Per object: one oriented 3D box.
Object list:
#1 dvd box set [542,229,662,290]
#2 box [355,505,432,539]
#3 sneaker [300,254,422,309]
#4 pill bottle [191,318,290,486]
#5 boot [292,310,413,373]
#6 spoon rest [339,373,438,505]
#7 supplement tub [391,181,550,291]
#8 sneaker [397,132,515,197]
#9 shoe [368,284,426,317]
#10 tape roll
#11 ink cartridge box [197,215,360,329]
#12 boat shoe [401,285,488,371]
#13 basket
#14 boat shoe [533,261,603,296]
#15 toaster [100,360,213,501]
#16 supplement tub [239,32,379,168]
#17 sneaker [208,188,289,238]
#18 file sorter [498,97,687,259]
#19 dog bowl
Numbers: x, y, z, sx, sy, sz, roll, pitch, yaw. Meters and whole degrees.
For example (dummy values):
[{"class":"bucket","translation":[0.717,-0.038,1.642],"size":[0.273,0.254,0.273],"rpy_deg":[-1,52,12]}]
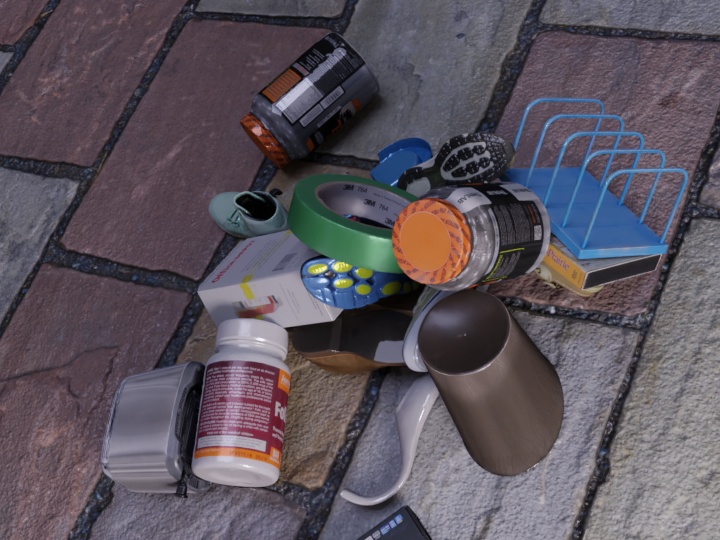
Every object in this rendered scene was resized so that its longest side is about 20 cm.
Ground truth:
[{"class":"dvd box set","translation":[0.264,-0.050,1.598],"size":[0.146,0.029,0.200],"rpy_deg":[-13,40,-38]},{"class":"box","translation":[0.017,0.397,1.461],"size":[0.200,0.044,0.160],"rpy_deg":[-35,50,0]},{"class":"sneaker","translation":[0.000,0.000,1.609],"size":[0.199,0.071,0.083],"rpy_deg":[-9,28,-40]},{"class":"pill bottle","translation":[-0.152,0.172,1.632],"size":[0.114,0.114,0.201],"rpy_deg":[-4,66,23]},{"class":"boot","translation":[0.015,0.101,1.640],"size":[0.199,0.076,0.074],"rpy_deg":[0,58,25]},{"class":"spoon rest","translation":[0.054,0.211,1.551],"size":[0.061,0.099,0.200],"rpy_deg":[35,89,9]},{"class":"supplement tub","translation":[0.131,-0.041,1.477],"size":[0.122,0.200,0.123],"rpy_deg":[4,97,34]},{"class":"sneaker","translation":[0.138,-0.136,1.667],"size":[0.200,0.088,0.077],"rpy_deg":[-21,86,46]},{"class":"shoe","translation":[0.080,0.049,1.662],"size":[0.200,0.053,0.070],"rpy_deg":[16,58,35]},{"class":"tape roll","translation":[0.008,-0.063,1.603],"size":[0.200,0.200,0.048],"rpy_deg":[36,120,38]},{"class":"ink cartridge box","translation":[-0.098,0.009,1.697],"size":[0.199,0.084,0.145],"rpy_deg":[-9,27,35]},{"class":"boat shoe","translation":[0.100,0.053,1.572],"size":[0.062,0.072,0.200],"rpy_deg":[0,38,39]},{"class":"basket","translation":[0.152,0.120,1.483],"size":[0.136,0.200,0.181],"rpy_deg":[-9,54,20]},{"class":"boat shoe","translation":[0.237,-0.019,1.632],"size":[0.073,0.063,0.201],"rpy_deg":[-14,42,-41]},{"class":"toaster","translation":[-0.263,0.221,1.673],"size":[0.129,0.114,0.201],"rpy_deg":[-8,57,25]},{"class":"supplement tub","translation":[-0.079,-0.256,1.898],"size":[0.200,0.123,0.123],"rpy_deg":[-41,51,-5]},{"class":"sneaker","translation":[-0.166,-0.095,1.834],"size":[0.200,0.118,0.074],"rpy_deg":[24,72,37]},{"class":"file sorter","translation":[0.295,-0.121,1.578],"size":[0.138,0.123,0.200],"rpy_deg":[-3,35,-28]},{"class":"dog bowl","translation":[0.025,-0.107,1.782],"size":[0.200,0.050,0.112],"rpy_deg":[-36,35,-1]}]
